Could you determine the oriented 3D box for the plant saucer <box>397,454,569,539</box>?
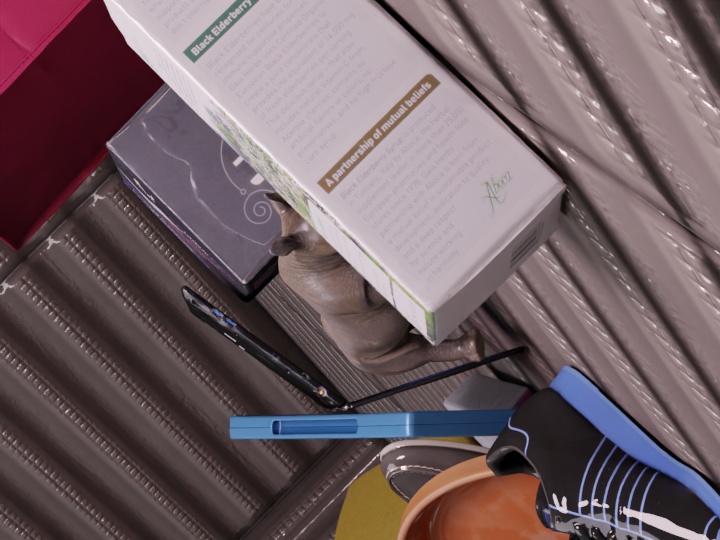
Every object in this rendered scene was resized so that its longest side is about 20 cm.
[{"bbox_3d":[0.123,0.177,1.424,0.200,0.200,0.032,49,-145,-33],"label":"plant saucer"}]

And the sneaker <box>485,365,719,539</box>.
[{"bbox_3d":[0.153,0.138,1.279,0.200,0.078,0.070,42,174,42],"label":"sneaker"}]

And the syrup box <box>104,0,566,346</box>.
[{"bbox_3d":[-0.012,-0.069,0.951,0.200,0.081,0.079,45,173,11],"label":"syrup box"}]

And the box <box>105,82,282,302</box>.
[{"bbox_3d":[-0.077,-0.062,1.417,0.122,0.106,0.200,44,176,1],"label":"box"}]

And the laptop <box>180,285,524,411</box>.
[{"bbox_3d":[-0.010,0.038,1.499,0.200,0.103,0.177,36,175,0],"label":"laptop"}]

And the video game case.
[{"bbox_3d":[0.027,0.100,1.465,0.143,0.018,0.200,2,175,-36],"label":"video game case"}]

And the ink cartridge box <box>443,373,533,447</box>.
[{"bbox_3d":[0.161,0.160,1.629,0.196,0.043,0.200,47,172,-11],"label":"ink cartridge box"}]

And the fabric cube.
[{"bbox_3d":[-0.259,-0.171,1.534,0.199,0.200,0.196,42,174,18],"label":"fabric cube"}]

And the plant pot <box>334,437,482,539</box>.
[{"bbox_3d":[0.090,0.235,1.783,0.195,0.194,0.201,19,-137,-51],"label":"plant pot"}]

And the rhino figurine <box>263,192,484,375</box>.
[{"bbox_3d":[0.000,0.000,1.314,0.200,0.087,0.060,53,-151,-51],"label":"rhino figurine"}]

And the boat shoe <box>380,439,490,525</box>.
[{"bbox_3d":[0.102,0.165,1.470,0.199,0.057,0.067,22,142,-20],"label":"boat shoe"}]
